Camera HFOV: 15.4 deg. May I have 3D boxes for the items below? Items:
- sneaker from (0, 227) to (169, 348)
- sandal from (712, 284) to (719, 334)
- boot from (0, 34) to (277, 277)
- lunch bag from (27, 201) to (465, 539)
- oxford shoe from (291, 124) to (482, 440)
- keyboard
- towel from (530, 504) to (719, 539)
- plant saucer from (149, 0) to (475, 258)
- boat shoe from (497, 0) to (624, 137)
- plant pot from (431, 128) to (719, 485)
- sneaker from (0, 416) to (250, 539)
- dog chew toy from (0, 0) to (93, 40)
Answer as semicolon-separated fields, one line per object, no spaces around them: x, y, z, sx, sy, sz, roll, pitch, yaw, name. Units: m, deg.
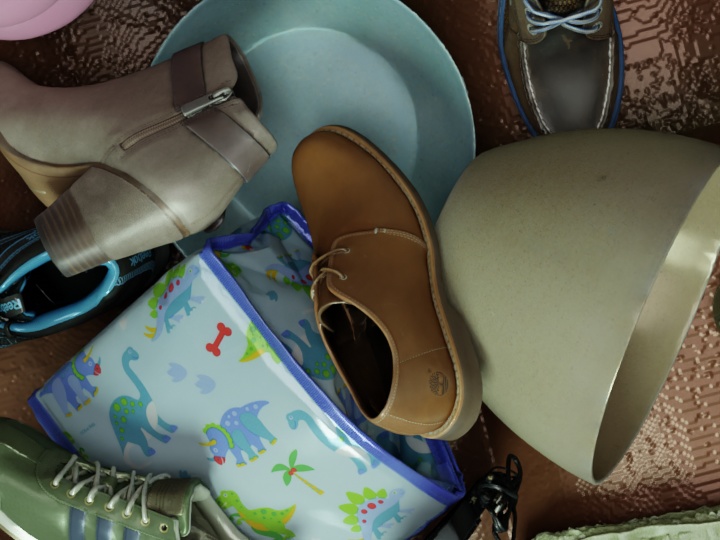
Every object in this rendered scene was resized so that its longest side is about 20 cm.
-0.213;0.011;1.547;0.200;0.082;0.073;-21;101;16;sneaker
0.305;0.006;1.546;0.200;0.055;0.082;-17;90;19;sandal
-0.130;-0.086;1.505;0.146;0.070;0.200;-34;51;5;boot
-0.055;0.091;1.511;0.170;0.127;0.200;-41;84;32;lunch bag
0.000;0.000;1.450;0.071;0.071;0.200;-48;53;36;oxford shoe
0.056;0.158;1.498;0.040;0.200;0.104;43;98;3;keyboard
0.197;0.211;1.581;0.199;0.036;0.149;-11;97;4;towel
-0.029;-0.076;1.548;0.200;0.039;0.202;2;101;10;plant saucer
0.110;-0.162;1.521;0.072;0.072;0.201;-8;96;4;boat shoe
0.111;0.002;1.491;0.134;0.200;0.201;23;98;14;plant pot
-0.120;0.132;1.457;0.200;0.067;0.090;39;128;-8;sneaker
-0.203;-0.187;1.470;0.124;0.200;0.125;0;98;3;dog chew toy
